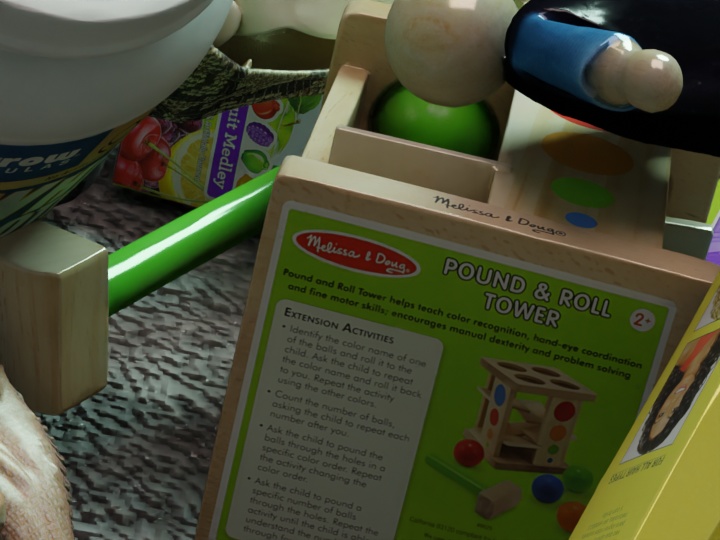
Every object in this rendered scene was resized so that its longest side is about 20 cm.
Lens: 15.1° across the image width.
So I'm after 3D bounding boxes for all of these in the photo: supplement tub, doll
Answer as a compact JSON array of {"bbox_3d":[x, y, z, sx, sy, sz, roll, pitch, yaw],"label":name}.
[{"bbox_3d":[-0.119,-0.087,0.774,0.144,0.200,0.145,9,68,-24],"label":"supplement tub"},{"bbox_3d":[0.103,-0.054,0.745,0.199,0.049,0.136,5,4,16],"label":"doll"}]

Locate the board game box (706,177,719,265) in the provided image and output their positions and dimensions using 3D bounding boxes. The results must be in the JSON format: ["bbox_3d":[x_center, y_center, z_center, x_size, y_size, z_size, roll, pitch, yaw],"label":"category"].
[{"bbox_3d":[0.208,0.011,0.876,0.199,0.135,0.045,25,-12,23],"label":"board game box"}]

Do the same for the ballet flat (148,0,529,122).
[{"bbox_3d":[0.010,-0.090,0.898,0.199,0.068,0.075,-16,3,-36],"label":"ballet flat"}]

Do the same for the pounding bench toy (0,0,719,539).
[{"bbox_3d":[0.000,0.000,0.810,0.199,0.125,0.156,14,27,2],"label":"pounding bench toy"}]

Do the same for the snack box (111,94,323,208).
[{"bbox_3d":[0.030,-0.062,1.002,0.199,0.068,0.169,17,28,5],"label":"snack box"}]

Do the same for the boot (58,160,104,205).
[{"bbox_3d":[-0.122,-0.092,0.987,0.131,0.070,0.200,-14,38,-42],"label":"boot"}]

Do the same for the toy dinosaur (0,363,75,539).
[{"bbox_3d":[-0.143,0.039,0.729,0.199,0.086,0.136,19,21,0],"label":"toy dinosaur"}]

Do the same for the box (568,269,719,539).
[{"bbox_3d":[0.096,0.067,0.668,0.075,0.050,0.200,37,66,-9],"label":"box"}]
